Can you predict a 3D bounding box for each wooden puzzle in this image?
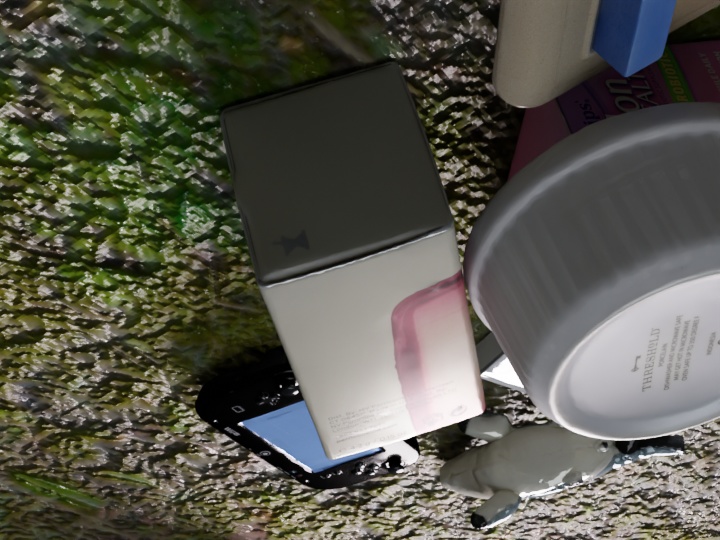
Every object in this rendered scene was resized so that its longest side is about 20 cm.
[{"bbox_3d":[0.163,-0.173,0.657,0.199,0.046,0.186,-26,148,-19],"label":"wooden puzzle"}]

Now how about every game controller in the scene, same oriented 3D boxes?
[{"bbox_3d":[-0.036,0.117,1.008,0.104,0.042,0.200,-28,142,15],"label":"game controller"}]

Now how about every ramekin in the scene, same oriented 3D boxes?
[{"bbox_3d":[0.163,0.011,0.737,0.200,0.095,0.203,-11,143,-8],"label":"ramekin"}]

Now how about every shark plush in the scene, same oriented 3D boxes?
[{"bbox_3d":[0.159,0.145,1.103,0.198,0.092,0.083,-21,163,5],"label":"shark plush"}]

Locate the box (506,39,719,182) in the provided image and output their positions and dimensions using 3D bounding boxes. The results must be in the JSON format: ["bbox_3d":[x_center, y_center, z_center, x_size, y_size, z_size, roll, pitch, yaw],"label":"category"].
[{"bbox_3d":[0.199,-0.045,0.839,0.198,0.097,0.177,-8,143,-12],"label":"box"}]

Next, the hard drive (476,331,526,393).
[{"bbox_3d":[0.199,0.061,1.023,0.199,0.027,0.132,20,131,-32],"label":"hard drive"}]

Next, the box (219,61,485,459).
[{"bbox_3d":[0.000,0.000,0.794,0.108,0.129,0.201,-16,145,-1],"label":"box"}]
